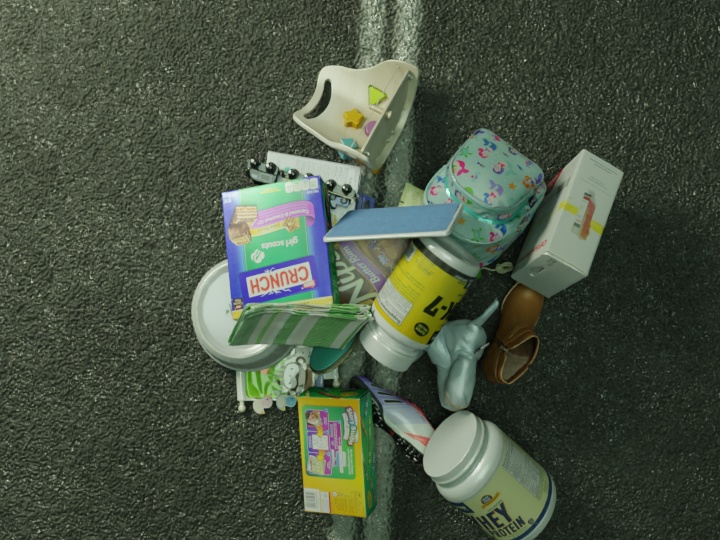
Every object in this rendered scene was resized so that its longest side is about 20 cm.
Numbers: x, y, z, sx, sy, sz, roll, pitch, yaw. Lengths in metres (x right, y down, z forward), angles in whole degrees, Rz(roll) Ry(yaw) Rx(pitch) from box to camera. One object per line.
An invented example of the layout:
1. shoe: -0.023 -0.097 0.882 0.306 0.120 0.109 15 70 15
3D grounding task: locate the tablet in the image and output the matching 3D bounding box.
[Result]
1. tablet: 0.052 -0.072 1.120 0.194 0.130 0.014 -3 113 20

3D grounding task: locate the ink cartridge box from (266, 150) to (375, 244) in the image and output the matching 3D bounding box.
1. ink cartridge box: -0.072 -0.118 1.277 0.194 0.076 0.141 9 90 -1

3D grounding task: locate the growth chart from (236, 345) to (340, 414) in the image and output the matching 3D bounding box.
1. growth chart: -0.130 0.170 1.299 0.194 0.018 0.149 -12 89 0

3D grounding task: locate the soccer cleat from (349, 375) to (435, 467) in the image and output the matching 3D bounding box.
1. soccer cleat: 0.063 0.249 1.289 0.200 0.068 0.073 44 60 6

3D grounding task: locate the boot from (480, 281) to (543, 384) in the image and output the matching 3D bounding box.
1. boot: 0.273 0.102 1.245 0.072 0.155 0.204 25 88 -1

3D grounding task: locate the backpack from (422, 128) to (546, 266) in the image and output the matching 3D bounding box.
1. backpack: 0.196 -0.116 1.216 0.177 0.151 0.200 39 69 15

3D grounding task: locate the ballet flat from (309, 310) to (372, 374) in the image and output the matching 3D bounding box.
1. ballet flat: -0.018 0.097 1.275 0.070 0.071 0.203 30 80 -1

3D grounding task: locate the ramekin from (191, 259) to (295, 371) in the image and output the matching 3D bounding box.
1. ramekin: -0.196 0.069 1.250 0.196 0.094 0.209 0 83 2

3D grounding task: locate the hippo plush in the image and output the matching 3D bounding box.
1. hippo plush: 0.122 0.135 1.233 0.157 0.201 0.163 17 66 6

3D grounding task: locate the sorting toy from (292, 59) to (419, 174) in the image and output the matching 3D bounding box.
1. sorting toy: -0.017 -0.276 1.275 0.177 0.107 0.203 25 70 13

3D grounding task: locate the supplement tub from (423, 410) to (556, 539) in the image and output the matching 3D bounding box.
1. supplement tub: 0.213 0.343 1.224 0.199 0.145 0.146 41 88 -17

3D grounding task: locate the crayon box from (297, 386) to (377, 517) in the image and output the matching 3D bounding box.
1. crayon box: -0.038 0.306 1.250 0.116 0.058 0.206 -1 95 22

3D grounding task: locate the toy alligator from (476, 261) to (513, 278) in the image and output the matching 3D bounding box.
1. toy alligator: 0.167 -0.006 1.297 0.194 0.060 0.055 -11 49 -2

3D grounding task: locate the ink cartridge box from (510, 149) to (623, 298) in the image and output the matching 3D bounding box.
1. ink cartridge box: 0.342 -0.073 1.230 0.082 0.145 0.203 28 70 -3

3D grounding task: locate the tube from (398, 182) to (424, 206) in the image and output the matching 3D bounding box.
1. tube: 0.161 -0.089 1.302 0.195 0.058 0.053 19 124 1

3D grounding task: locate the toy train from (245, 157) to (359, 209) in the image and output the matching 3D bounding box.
1. toy train: -0.097 -0.141 1.223 0.195 0.034 0.047 15 93 -2

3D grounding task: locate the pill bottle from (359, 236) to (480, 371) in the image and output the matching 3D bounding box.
1. pill bottle: 0.087 0.046 1.135 0.113 0.114 0.203 32 107 -1

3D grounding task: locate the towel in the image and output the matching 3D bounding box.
1. towel: -0.095 0.089 1.138 0.195 0.153 0.024 2 63 -21

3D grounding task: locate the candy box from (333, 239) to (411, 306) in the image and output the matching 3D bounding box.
1. candy box: 0.000 0.000 1.216 0.196 0.056 0.119 -28 91 7

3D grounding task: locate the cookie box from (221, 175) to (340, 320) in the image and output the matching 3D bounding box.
1. cookie box: -0.124 -0.030 1.166 0.166 0.075 0.206 -9 82 9
